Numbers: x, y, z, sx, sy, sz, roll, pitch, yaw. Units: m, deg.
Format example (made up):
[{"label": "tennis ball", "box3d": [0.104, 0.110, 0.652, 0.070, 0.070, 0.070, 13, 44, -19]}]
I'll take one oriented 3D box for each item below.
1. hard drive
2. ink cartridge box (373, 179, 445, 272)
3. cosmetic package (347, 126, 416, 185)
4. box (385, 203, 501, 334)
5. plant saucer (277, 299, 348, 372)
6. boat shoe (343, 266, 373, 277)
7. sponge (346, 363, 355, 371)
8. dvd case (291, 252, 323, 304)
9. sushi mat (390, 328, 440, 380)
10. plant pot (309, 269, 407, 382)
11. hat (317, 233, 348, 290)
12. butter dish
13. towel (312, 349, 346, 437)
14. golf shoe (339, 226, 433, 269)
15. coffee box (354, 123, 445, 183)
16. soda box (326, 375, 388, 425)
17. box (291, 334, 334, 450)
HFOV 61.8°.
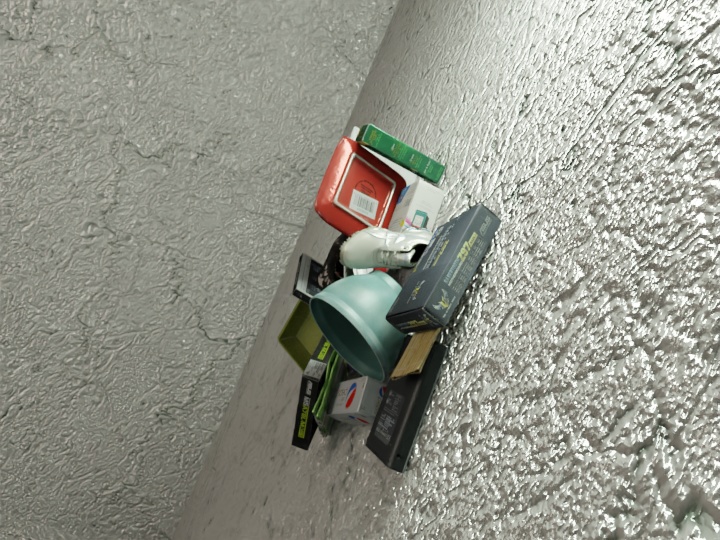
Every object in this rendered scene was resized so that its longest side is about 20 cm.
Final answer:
[{"label": "hard drive", "box3d": [0.073, 0.209, 0.984, 0.205, 0.032, 0.139, -69, 13, -7]}, {"label": "ink cartridge box", "box3d": [0.099, -0.078, 1.275, 0.116, 0.066, 0.205, 170, 122, -75]}, {"label": "cosmetic package", "box3d": [0.019, -0.217, 1.537, 0.167, 0.196, 0.170, -42, 27, 57]}, {"label": "box", "box3d": [0.131, 0.002, 0.972, 0.203, 0.051, 0.157, -59, 11, -18]}, {"label": "plant saucer", "box3d": [-0.094, 0.174, 1.454, 0.047, 0.200, 0.202, -27, -22, -47]}, {"label": "boat shoe", "box3d": [-0.011, 0.064, 1.267, 0.073, 0.065, 0.205, -34, 51, 45]}, {"label": "sponge", "box3d": [0.028, 0.125, 1.305, 0.205, 0.029, 0.111, -69, 13, -7]}, {"label": "dvd case", "box3d": [-0.068, 0.056, 1.431, 0.025, 0.197, 0.152, -48, 20, 28]}, {"label": "sushi mat", "box3d": [0.113, 0.085, 0.962, 0.202, 0.012, 0.095, -59, 12, -25]}, {"label": "plant pot", "box3d": [0.017, 0.087, 1.128, 0.134, 0.202, 0.200, -41, 5, -21]}, {"label": "hat", "box3d": [0.000, 0.000, 1.399, 0.196, 0.081, 0.205, -19, 51, 24]}, {"label": "butter dish", "box3d": [-0.021, -0.158, 1.366, 0.147, 0.197, 0.204, -16, 49, 58]}, {"label": "towel", "box3d": [-0.066, 0.262, 1.286, 0.201, 0.030, 0.153, 84, -159, -64]}, {"label": "golf shoe", "box3d": [0.059, -0.037, 1.125, 0.097, 0.194, 0.081, -130, 33, -63]}, {"label": "coffee box", "box3d": [0.086, -0.261, 1.344, 0.045, 0.196, 0.123, -62, 14, 7]}, {"label": "soda box", "box3d": [-0.002, 0.251, 1.147, 0.200, 0.062, 0.070, -37, 32, 66]}, {"label": "box", "box3d": [-0.091, 0.249, 1.316, 0.201, 0.046, 0.198, -62, -17, -59]}]
